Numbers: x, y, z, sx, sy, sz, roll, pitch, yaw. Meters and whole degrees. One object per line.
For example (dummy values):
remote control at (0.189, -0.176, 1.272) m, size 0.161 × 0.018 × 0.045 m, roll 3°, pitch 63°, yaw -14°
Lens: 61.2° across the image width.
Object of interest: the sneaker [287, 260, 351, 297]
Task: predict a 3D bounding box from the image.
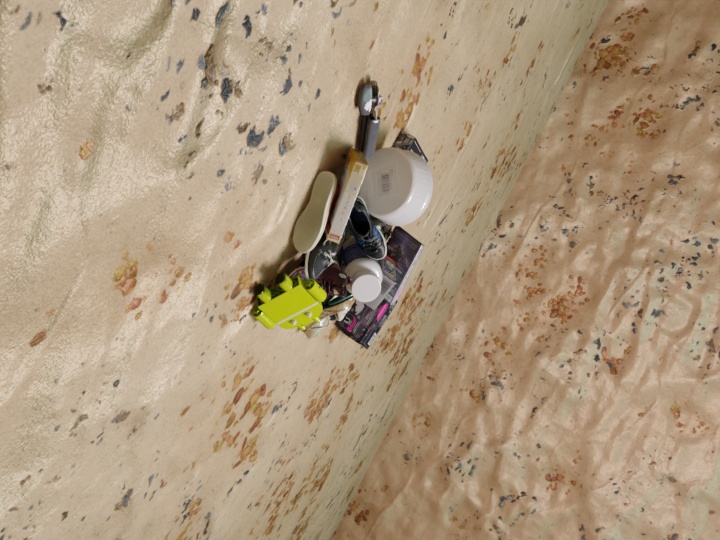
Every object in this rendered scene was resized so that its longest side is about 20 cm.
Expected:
sneaker at (-0.099, 0.036, 1.531) m, size 0.198 × 0.115 × 0.077 m, roll -25°, pitch 137°, yaw -41°

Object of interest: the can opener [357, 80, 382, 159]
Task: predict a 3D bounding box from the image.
can opener at (0.011, -0.361, 1.468) m, size 0.065 × 0.054 × 0.203 m, roll -11°, pitch 137°, yaw -22°

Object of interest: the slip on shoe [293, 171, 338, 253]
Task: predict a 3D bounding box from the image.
slip on shoe at (-0.101, -0.136, 1.451) m, size 0.204 × 0.073 × 0.061 m, roll -68°, pitch 162°, yaw 8°

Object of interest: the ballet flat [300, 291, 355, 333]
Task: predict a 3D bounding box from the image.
ballet flat at (-0.087, 0.119, 1.709) m, size 0.196 × 0.067 × 0.071 m, roll -22°, pitch -170°, yaw -2°

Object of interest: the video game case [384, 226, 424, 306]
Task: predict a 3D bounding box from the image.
video game case at (0.102, -0.017, 1.818) m, size 0.019 × 0.143 × 0.203 m, roll 18°, pitch 106°, yaw -39°

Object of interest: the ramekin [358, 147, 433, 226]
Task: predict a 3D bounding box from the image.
ramekin at (0.083, -0.224, 1.601) m, size 0.097 × 0.199 × 0.204 m, roll 7°, pitch 112°, yaw -59°

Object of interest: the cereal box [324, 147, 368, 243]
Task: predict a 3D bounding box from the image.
cereal box at (-0.039, -0.184, 1.473) m, size 0.144 × 0.039 × 0.203 m, roll -108°, pitch -142°, yaw -67°

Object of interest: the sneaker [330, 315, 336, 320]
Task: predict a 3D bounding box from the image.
sneaker at (-0.043, 0.057, 1.875) m, size 0.203 × 0.075 × 0.115 m, roll -59°, pitch 172°, yaw 5°

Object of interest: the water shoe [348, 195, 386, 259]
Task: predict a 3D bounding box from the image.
water shoe at (0.009, -0.095, 1.567) m, size 0.080 × 0.070 × 0.202 m, roll -89°, pitch 154°, yaw -56°

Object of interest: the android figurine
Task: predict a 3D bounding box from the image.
android figurine at (-0.169, 0.083, 1.479) m, size 0.179 × 0.042 × 0.201 m, roll -26°, pitch 138°, yaw 10°

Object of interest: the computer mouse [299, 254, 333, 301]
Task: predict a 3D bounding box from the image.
computer mouse at (-0.123, 0.022, 1.645) m, size 0.140 × 0.052 × 0.199 m, roll -58°, pitch 148°, yaw 0°

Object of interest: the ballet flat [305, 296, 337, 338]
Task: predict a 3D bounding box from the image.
ballet flat at (-0.116, 0.098, 1.764) m, size 0.062 × 0.067 × 0.203 m, roll 41°, pitch 74°, yaw -42°

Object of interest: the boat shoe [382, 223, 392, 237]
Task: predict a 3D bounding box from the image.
boat shoe at (0.063, -0.127, 1.854) m, size 0.060 × 0.073 × 0.203 m, roll -16°, pitch 135°, yaw -62°

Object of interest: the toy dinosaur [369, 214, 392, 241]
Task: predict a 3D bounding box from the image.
toy dinosaur at (0.040, -0.142, 1.757) m, size 0.077 × 0.100 × 0.204 m, roll -50°, pitch 147°, yaw -52°

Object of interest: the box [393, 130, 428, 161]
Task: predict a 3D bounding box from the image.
box at (0.125, -0.300, 1.803) m, size 0.160 × 0.049 × 0.200 m, roll -60°, pitch 160°, yaw 0°

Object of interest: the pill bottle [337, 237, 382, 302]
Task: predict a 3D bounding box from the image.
pill bottle at (0.000, 0.000, 1.677) m, size 0.201 × 0.109 × 0.113 m, roll -108°, pitch -145°, yaw -60°

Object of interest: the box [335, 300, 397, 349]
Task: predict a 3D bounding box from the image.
box at (0.022, 0.142, 2.060) m, size 0.202 × 0.114 × 0.132 m, roll -56°, pitch 161°, yaw -9°

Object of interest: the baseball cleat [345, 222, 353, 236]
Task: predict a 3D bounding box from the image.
baseball cleat at (-0.003, -0.118, 1.649) m, size 0.071 × 0.106 × 0.199 m, roll -59°, pitch 157°, yaw 11°

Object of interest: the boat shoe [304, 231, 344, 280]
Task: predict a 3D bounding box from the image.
boat shoe at (-0.088, -0.048, 1.517) m, size 0.202 × 0.059 × 0.077 m, roll -72°, pitch 161°, yaw -46°

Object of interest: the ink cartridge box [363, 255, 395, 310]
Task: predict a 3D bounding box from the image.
ink cartridge box at (0.056, 0.015, 1.790) m, size 0.110 × 0.050 × 0.201 m, roll -52°, pitch -166°, yaw 24°
